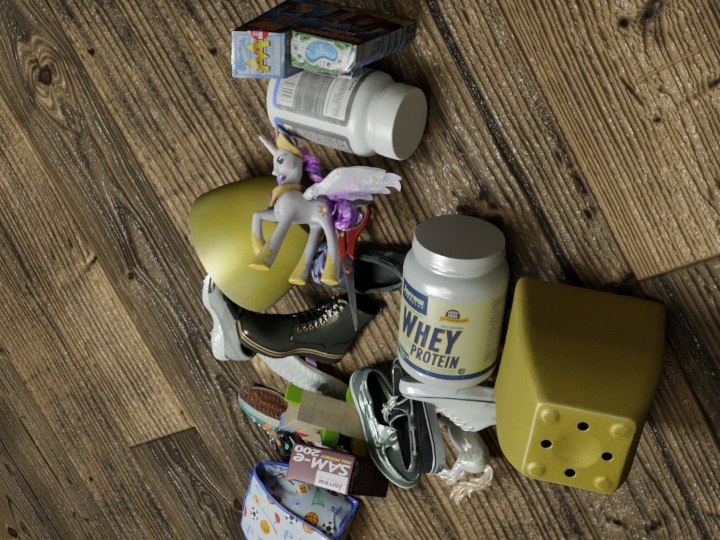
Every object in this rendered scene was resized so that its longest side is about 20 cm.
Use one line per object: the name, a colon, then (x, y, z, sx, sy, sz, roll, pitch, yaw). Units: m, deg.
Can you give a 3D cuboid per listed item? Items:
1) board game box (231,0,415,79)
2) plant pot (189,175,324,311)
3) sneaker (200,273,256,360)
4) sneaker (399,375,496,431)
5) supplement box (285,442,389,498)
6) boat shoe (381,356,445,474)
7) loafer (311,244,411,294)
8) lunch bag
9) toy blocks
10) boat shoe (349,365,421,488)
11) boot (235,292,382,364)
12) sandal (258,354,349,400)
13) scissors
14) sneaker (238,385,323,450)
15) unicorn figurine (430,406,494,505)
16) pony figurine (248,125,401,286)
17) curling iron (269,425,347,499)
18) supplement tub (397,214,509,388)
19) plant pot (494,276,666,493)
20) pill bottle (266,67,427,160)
board game box: (-0.063, -0.288, 1.191, 0.198, 0.199, 0.063, 19, 124, 27)
plant pot: (-0.136, -0.060, 1.392, 0.141, 0.200, 0.202, -29, 96, 25)
sneaker: (-0.219, 0.068, 1.595, 0.078, 0.074, 0.203, 8, 125, 22)
sneaker: (0.149, 0.191, 1.319, 0.197, 0.073, 0.072, 8, 95, -9)
supplement box: (-0.030, 0.322, 1.496, 0.107, 0.200, 0.062, 9, 80, 21)
boat shoe: (0.068, 0.212, 1.390, 0.074, 0.067, 0.202, 119, 146, -48)
loafer: (0.000, 0.000, 1.389, 0.198, 0.070, 0.069, -2, 114, 37)
lunch bag: (-0.120, 0.448, 1.689, 0.198, 0.124, 0.172, 26, 128, 13)
toy blocks: (-0.051, 0.249, 1.524, 0.197, 0.101, 0.137, 19, 158, -17)
boat shoe: (0.043, 0.243, 1.453, 0.202, 0.072, 0.062, 66, 156, 7)
boot: (-0.078, 0.070, 1.429, 0.139, 0.198, 0.078, -48, 48, 38)
sandal: (-0.093, 0.160, 1.565, 0.201, 0.050, 0.083, 35, 146, 0)
scissors: (-0.023, -0.012, 1.363, 0.072, 0.014, 0.203, -1, 76, 25)
sneaker: (-0.136, 0.279, 1.641, 0.198, 0.071, 0.081, 27, 123, 20)
unicorn figurine: (0.145, 0.242, 1.417, 0.137, 0.074, 0.202, -30, 92, 34)
pony figurine: (-0.058, -0.084, 1.266, 0.190, 0.203, 0.166, 12, 166, -17)
curling iron: (-0.085, 0.329, 1.589, 0.200, 0.050, 0.025, 47, 171, -30)
supplement tub: (0.126, 0.042, 1.270, 0.143, 0.145, 0.203, 19, 124, 26)
plant pot: (0.268, 0.157, 1.155, 0.191, 0.201, 0.198, 10, 121, 7)
pill bottle: (-0.018, -0.219, 1.255, 0.198, 0.114, 0.115, 20, 125, 26)
